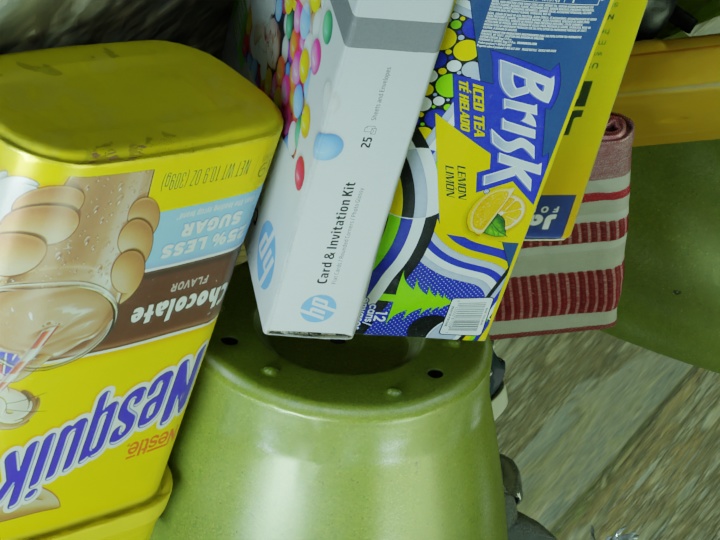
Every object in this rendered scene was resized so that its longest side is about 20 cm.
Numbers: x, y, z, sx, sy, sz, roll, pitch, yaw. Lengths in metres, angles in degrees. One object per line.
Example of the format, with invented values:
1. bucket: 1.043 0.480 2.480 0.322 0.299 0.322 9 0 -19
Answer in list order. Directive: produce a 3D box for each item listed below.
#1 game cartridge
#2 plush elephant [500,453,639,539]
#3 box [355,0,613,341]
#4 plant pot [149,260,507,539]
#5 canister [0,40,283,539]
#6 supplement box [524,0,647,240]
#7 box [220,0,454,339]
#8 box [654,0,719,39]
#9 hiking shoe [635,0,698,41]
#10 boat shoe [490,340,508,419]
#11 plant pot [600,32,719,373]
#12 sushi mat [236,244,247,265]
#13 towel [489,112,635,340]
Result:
1. game cartridge: 0.155 -0.090 1.291 0.176 0.200 0.032 117 -31 -83
2. plush elephant: 0.058 0.192 1.592 0.200 0.165 0.155 -1 170 -28
3. box: 0.040 -0.066 1.001 0.064 0.070 0.200 4 132 -17
4. plant pot: -0.018 0.103 1.124 0.200 0.200 0.193 -32 139 -47
5. canister: -0.119 0.018 0.990 0.148 0.087 0.200 -13 132 -47
6. supplement box: 0.048 -0.120 1.080 0.109 0.109 0.200 -1 133 -17
7. box: -0.011 -0.099 0.996 0.041 0.156 0.200 3 131 -16
8. box: 0.229 -0.189 1.280 0.122 0.048 0.200 -24 172 -34
9. hiking shoe: 0.103 -0.153 1.217 0.076 0.101 0.200 -63 159 12
10. boat shoe: 0.039 0.068 1.412 0.200 0.075 0.062 -36 119 -66
11. plant pot: 0.218 -0.016 1.531 0.187 0.200 0.187 -45 156 -26
12. sushi mat: -0.084 -0.023 1.120 0.200 0.012 0.096 -11 133 -61
13. towel: 0.062 -0.017 1.304 0.200 0.144 0.023 84 2 -62
